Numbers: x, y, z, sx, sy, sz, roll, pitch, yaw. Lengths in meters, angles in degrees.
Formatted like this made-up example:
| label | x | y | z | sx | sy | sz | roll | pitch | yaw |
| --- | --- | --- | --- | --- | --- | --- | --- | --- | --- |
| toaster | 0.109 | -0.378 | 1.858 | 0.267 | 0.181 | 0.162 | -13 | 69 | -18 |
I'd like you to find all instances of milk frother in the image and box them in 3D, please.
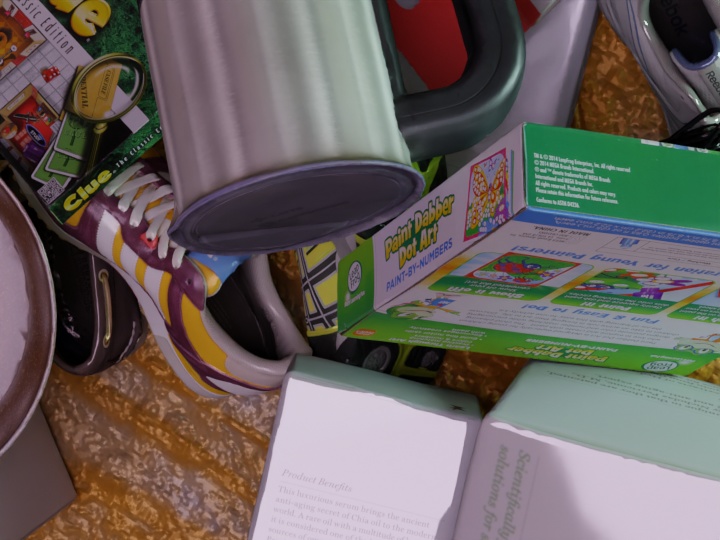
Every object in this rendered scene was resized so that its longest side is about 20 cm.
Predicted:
| label | x | y | z | sx | sy | sz | roll | pitch | yaw |
| --- | --- | --- | --- | --- | --- | --- | --- | --- | --- |
| milk frother | -0.030 | -0.130 | 0.961 | 0.180 | 0.200 | 0.189 | -17 | 74 | 13 |

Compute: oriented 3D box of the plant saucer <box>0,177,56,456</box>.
| label | x | y | z | sx | sy | sz | roll | pitch | yaw |
| --- | --- | --- | --- | --- | --- | --- | --- | --- | --- |
| plant saucer | -0.248 | 0.019 | 1.115 | 0.199 | 0.032 | 0.201 | 1 | 97 | 6 |

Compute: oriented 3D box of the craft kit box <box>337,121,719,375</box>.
| label | x | y | z | sx | sy | sz | roll | pitch | yaw |
| --- | --- | --- | --- | --- | --- | --- | --- | --- | --- |
| craft kit box | 0.117 | -0.003 | 1.021 | 0.199 | 0.197 | 0.049 | 7 | 67 | -23 |

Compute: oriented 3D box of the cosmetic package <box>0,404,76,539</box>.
| label | x | y | z | sx | sy | sz | roll | pitch | yaw |
| --- | --- | --- | --- | --- | --- | --- | --- | --- | --- |
| cosmetic package | -0.297 | 0.081 | 1.216 | 0.199 | 0.123 | 0.200 | -21 | 95 | 15 |

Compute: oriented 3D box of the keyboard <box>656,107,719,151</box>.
| label | x | y | z | sx | sy | sz | roll | pitch | yaw |
| --- | --- | --- | --- | --- | --- | --- | --- | --- | --- |
| keyboard | 0.140 | -0.021 | 1.078 | 0.199 | 0.040 | 0.104 | -12 | 131 | 34 |

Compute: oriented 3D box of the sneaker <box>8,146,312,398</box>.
| label | x | y | z | sx | sy | sz | roll | pitch | yaw |
| --- | --- | --- | --- | --- | --- | --- | --- | --- | --- |
| sneaker | -0.098 | -0.020 | 1.143 | 0.200 | 0.075 | 0.090 | 50 | 151 | -16 |

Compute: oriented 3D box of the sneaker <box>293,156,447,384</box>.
| label | x | y | z | sx | sy | sz | roll | pitch | yaw |
| --- | --- | --- | --- | --- | --- | --- | --- | --- | --- |
| sneaker | 0.000 | 0.000 | 1.149 | 0.076 | 0.075 | 0.201 | 35 | 131 | 39 |

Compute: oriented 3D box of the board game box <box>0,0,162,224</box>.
| label | x | y | z | sx | sy | sz | roll | pitch | yaw |
| --- | --- | --- | --- | --- | --- | --- | --- | --- | --- |
| board game box | -0.170 | -0.122 | 1.131 | 0.105 | 0.023 | 0.200 | -41 | 59 | -6 |

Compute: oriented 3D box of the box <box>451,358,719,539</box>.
| label | x | y | z | sx | sy | sz | roll | pitch | yaw |
| --- | --- | --- | --- | --- | --- | --- | --- | --- | --- |
| box | 0.148 | 0.166 | 1.092 | 0.199 | 0.171 | 0.200 | 15 | 104 | 11 |

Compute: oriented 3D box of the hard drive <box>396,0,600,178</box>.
| label | x | y | z | sx | sy | sz | roll | pitch | yaw |
| --- | --- | --- | --- | --- | --- | --- | --- | --- | --- |
| hard drive | 0.056 | -0.137 | 1.133 | 0.131 | 0.026 | 0.201 | 16 | 105 | 11 |

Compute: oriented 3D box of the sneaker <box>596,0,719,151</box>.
| label | x | y | z | sx | sy | sz | roll | pitch | yaw |
| --- | --- | --- | --- | --- | --- | --- | --- | --- | --- |
| sneaker | 0.176 | -0.081 | 1.076 | 0.074 | 0.087 | 0.200 | -34 | 101 | 10 |

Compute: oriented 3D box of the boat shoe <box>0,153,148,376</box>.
| label | x | y | z | sx | sy | sz | roll | pitch | yaw |
| --- | --- | --- | --- | --- | --- | --- | --- | --- | --- |
| boat shoe | -0.171 | -0.040 | 1.191 | 0.072 | 0.060 | 0.201 | -15 | 97 | 16 |

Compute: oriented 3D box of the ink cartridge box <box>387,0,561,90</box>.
| label | x | y | z | sx | sy | sz | roll | pitch | yaw |
| --- | --- | --- | --- | --- | --- | --- | --- | --- | --- |
| ink cartridge box | 0.050 | -0.195 | 1.052 | 0.200 | 0.050 | 0.161 | -40 | 84 | 30 |

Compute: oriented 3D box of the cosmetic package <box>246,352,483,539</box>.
| label | x | y | z | sx | sy | sz | roll | pitch | yaw |
| --- | --- | --- | --- | --- | --- | --- | --- | --- | --- |
| cosmetic package | -0.010 | 0.152 | 1.099 | 0.101 | 0.071 | 0.201 | 14 | 97 | 0 |
